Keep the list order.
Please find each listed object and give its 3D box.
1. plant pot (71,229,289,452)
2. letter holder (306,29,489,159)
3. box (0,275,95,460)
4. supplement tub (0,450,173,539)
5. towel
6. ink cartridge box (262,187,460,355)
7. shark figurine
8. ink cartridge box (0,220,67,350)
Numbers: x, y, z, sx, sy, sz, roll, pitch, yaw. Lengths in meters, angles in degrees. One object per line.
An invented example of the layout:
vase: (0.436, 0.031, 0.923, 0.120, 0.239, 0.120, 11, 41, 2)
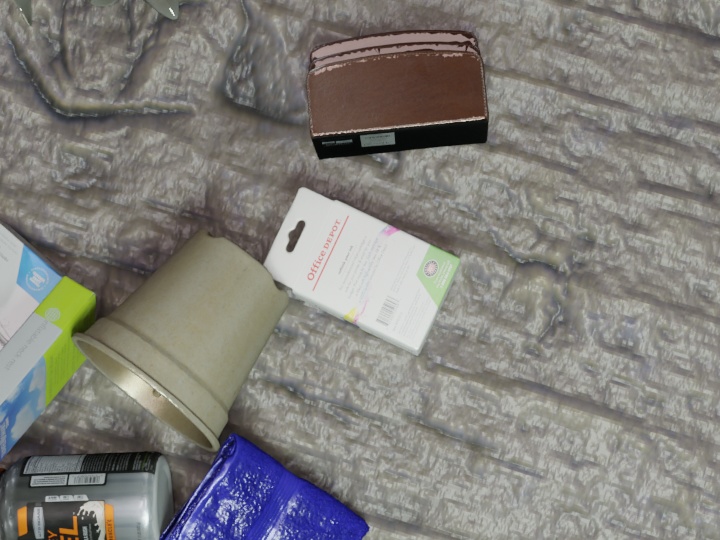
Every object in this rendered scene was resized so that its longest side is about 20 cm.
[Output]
plant pot: (-0.181, 0.065, 1.639, 0.200, 0.201, 0.184, 36, 74, 7)
letter holder: (0.040, -0.216, 1.697, 0.198, 0.101, 0.144, -5, 80, 3)
box: (-0.362, 0.116, 1.626, 0.047, 0.122, 0.200, 30, 57, 9)
supplement tub: (-0.311, 0.263, 1.641, 0.198, 0.123, 0.124, -3, 82, 3)
towel: (-0.100, 0.287, 1.618, 0.199, 0.050, 0.148, 36, 86, -23)
ink cartridge box: (0.000, 0.000, 1.685, 0.199, 0.067, 0.118, 26, 85, 5)
shark figurine: (-0.319, -0.361, 1.745, 0.212, 0.090, 0.129, 0, 81, 1)
ink cartridge box: (-0.434, 0.054, 1.703, 0.116, 0.067, 0.200, 39, 86, 7)
